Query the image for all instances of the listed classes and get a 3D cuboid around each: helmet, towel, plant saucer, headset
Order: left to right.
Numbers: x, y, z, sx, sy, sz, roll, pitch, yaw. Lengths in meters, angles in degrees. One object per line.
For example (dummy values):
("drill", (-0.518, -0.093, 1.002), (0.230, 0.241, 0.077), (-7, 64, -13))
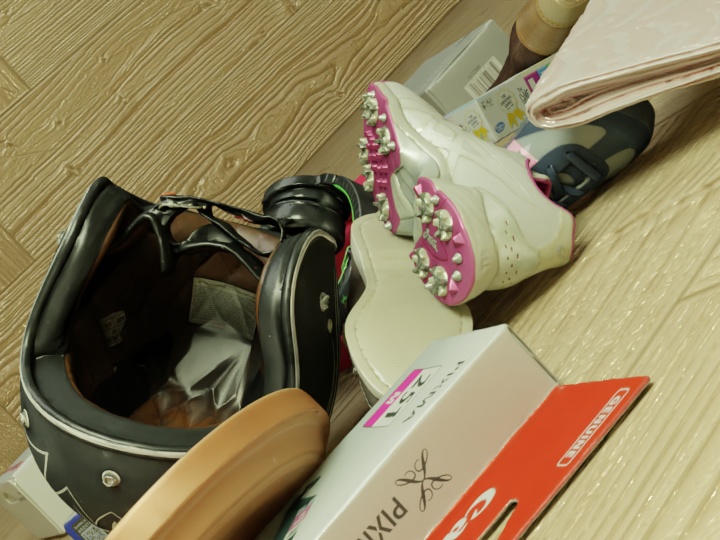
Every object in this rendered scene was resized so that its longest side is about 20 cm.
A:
("helmet", (-0.102, 0.058, 0.854), (0.200, 0.198, 0.193), (173, 111, -77))
("plant saucer", (-0.081, 0.144, 0.716), (0.200, 0.032, 0.201), (-47, -16, -18))
("headset", (-0.061, -0.012, 1.071), (0.199, 0.093, 0.125), (2, 72, 57))
("towel", (0.205, -0.155, 0.846), (0.189, 0.032, 0.200), (-12, 27, 35))

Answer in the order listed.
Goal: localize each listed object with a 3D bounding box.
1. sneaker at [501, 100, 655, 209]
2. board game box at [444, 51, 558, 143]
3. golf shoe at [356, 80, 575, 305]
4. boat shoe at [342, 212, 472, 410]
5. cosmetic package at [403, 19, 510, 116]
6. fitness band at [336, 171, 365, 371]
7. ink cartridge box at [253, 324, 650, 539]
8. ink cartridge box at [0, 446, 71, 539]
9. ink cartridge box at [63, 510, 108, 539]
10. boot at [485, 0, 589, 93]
("sneaker", (0.102, -0.038, 0.918), (0.199, 0.070, 0.083), (-33, 37, 43))
("board game box", (0.112, -0.127, 1.154), (0.199, 0.034, 0.134), (-33, 5, -41))
("golf shoe", (0.057, -0.051, 0.880), (0.090, 0.076, 0.201), (-8, 38, -16))
("boat shoe", (0.023, 0.036, 0.857), (0.201, 0.071, 0.060), (-99, 11, -61))
("cosmetic package", (0.094, -0.172, 1.517), (0.107, 0.090, 0.200), (-49, 12, -15))
("fitness band", (0.000, 0.000, 1.091), (0.200, 0.037, 0.145), (-34, 40, 60))
("ink cartridge box", (0.012, 0.106, 0.636), (0.200, 0.044, 0.173), (-47, 7, -18))
("ink cartridge box", (-0.298, 0.190, 1.625), (0.200, 0.088, 0.145), (-46, 7, -26))
("ink cartridge box", (-0.119, 0.134, 1.035), (0.136, 0.076, 0.200), (-41, 7, 20))
("boot", (0.204, -0.225, 1.299), (0.199, 0.073, 0.167), (-28, -15, -24))
